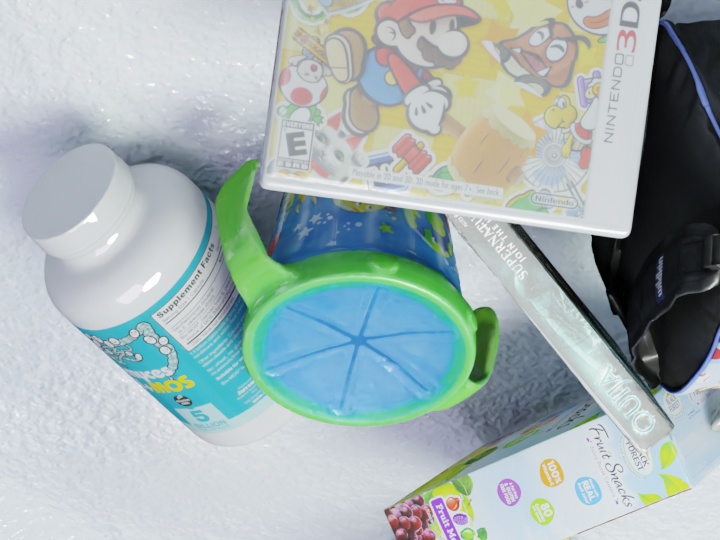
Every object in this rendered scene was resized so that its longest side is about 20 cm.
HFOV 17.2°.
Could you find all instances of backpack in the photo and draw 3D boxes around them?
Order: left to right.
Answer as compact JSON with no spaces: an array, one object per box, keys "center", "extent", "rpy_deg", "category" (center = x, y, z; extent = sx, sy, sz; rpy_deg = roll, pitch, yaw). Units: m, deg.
[{"center":[0.208,-0.029,1.331],"extent":[0.153,0.201,0.191],"rpy_deg":[1,143,-19],"category":"backpack"}]

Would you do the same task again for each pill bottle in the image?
[{"center":[-0.114,0.011,1.428],"extent":[0.110,0.111,0.200],"rpy_deg":[-23,132,25],"category":"pill bottle"}]

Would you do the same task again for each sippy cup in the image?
[{"center":[0.000,0.000,1.396],"extent":[0.139,0.131,0.178],"rpy_deg":[-8,137,10],"category":"sippy cup"}]

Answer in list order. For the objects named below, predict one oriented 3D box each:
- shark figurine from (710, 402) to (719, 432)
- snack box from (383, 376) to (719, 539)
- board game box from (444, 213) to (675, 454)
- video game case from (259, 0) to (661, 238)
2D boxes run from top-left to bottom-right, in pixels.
[{"center":[0.316,0.030,1.440],"extent":[0.215,0.090,0.128],"rpy_deg":[-51,160,20],"category":"shark figurine"},{"center":[0.139,0.123,1.502],"extent":[0.199,0.169,0.068],"rpy_deg":[-25,89,27],"category":"snack box"},{"center":[0.097,0.004,1.359],"extent":[0.028,0.135,0.200],"rpy_deg":[-38,110,5],"category":"board game box"},{"center":[0.056,-0.120,1.249],"extent":[0.199,0.183,0.023],"rpy_deg":[8,180,-6],"category":"video game case"}]
